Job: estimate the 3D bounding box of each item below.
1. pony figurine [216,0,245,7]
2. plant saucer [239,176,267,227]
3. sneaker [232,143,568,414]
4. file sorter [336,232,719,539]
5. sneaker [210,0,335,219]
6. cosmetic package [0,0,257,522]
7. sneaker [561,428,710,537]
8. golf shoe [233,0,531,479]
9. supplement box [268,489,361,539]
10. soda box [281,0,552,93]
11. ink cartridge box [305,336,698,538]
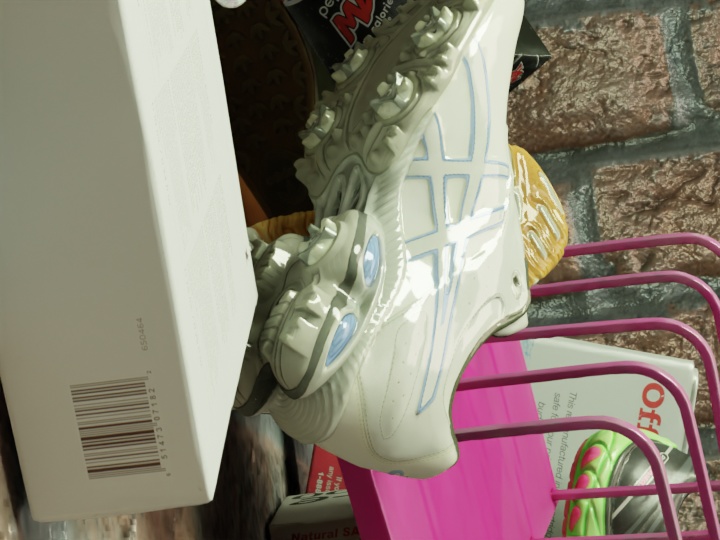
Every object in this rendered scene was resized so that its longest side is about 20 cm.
[{"bbox_3d":[-0.030,-0.189,0.605,0.193,0.166,0.201,49,-42,47],"label":"pony figurine"},{"bbox_3d":[-0.044,-0.064,0.948,0.200,0.037,0.202,-6,90,-86],"label":"plant saucer"},{"bbox_3d":[-0.007,0.014,0.671,0.088,0.199,0.076,-29,-97,50],"label":"sneaker"},{"bbox_3d":[0.093,0.081,0.719,0.200,0.125,0.140,-50,129,-61],"label":"file sorter"},{"bbox_3d":[-0.011,-0.068,0.782,0.090,0.067,0.201,-40,108,-50],"label":"sneaker"},{"bbox_3d":[-0.070,-0.058,0.459,0.151,0.051,0.201,-80,162,-71],"label":"cosmetic package"},{"bbox_3d":[0.138,0.180,0.856,0.077,0.083,0.202,47,50,-87],"label":"sneaker"},{"bbox_3d":[0.024,-0.021,0.611,0.078,0.097,0.201,-13,-133,56],"label":"golf shoe"},{"bbox_3d":[0.030,0.212,0.875,0.074,0.125,0.202,-41,124,-84],"label":"supplement box"},{"bbox_3d":[-0.008,-0.149,0.719,0.201,0.063,0.071,57,29,13],"label":"soda box"},{"bbox_3d":[0.075,0.105,0.959,0.083,0.198,0.147,35,65,-85],"label":"ink cartridge box"}]
